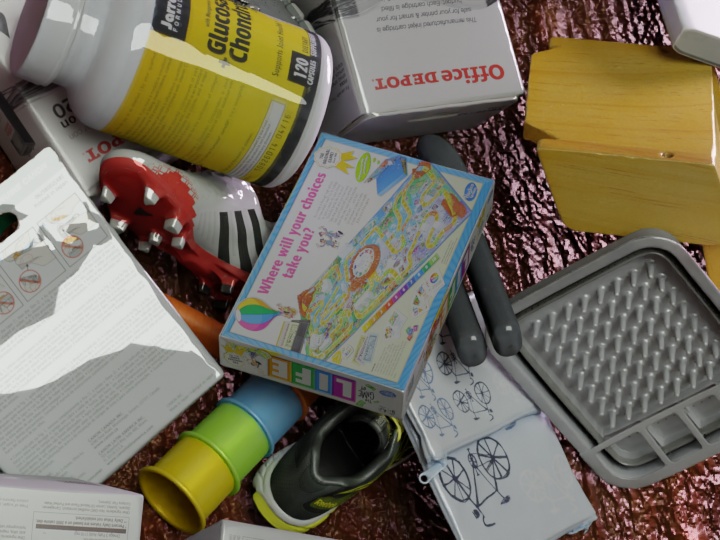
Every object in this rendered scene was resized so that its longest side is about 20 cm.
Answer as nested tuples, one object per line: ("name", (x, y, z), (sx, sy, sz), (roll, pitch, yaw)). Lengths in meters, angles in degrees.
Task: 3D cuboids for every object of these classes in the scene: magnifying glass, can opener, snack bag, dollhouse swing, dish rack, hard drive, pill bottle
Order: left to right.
("magnifying glass", (-0.174, 0.009, 1.648), (0.200, 0.080, 0.022), (30, 30, -23))
("pill bottle", (-0.127, -0.136, 1.587), (0.199, 0.112, 0.113), (19, 68, -20))
("can opener", (0.068, -0.020, 1.719), (0.053, 0.067, 0.200), (-15, 43, -3))
("snack bag", (0.091, 0.117, 1.710), (0.188, 0.021, 0.201), (-17, 81, -58))
("dollhouse swing", (0.210, -0.053, 1.804), (0.181, 0.177, 0.200), (5, 30, 4))
("dish rack", (0.207, 0.060, 1.742), (0.200, 0.171, 0.044), (48, 29, -26))
("hard drive", (0.291, -0.224, 1.894), (0.131, 0.026, 0.200), (16, 37, -20))

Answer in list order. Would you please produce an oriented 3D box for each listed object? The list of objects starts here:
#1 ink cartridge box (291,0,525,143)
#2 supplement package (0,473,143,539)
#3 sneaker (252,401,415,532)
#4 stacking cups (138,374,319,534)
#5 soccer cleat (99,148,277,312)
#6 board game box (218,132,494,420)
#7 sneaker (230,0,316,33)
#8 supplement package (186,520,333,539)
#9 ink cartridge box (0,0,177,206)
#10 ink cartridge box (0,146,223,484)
("ink cartridge box", (0.023, -0.203, 1.787), (0.144, 0.084, 0.201), (-9, 77, -27))
("supplement package", (-0.235, 0.229, 1.475), (0.150, 0.152, 0.201), (6, 87, -24))
("sneaker", (0.012, 0.113, 1.682), (0.075, 0.085, 0.200), (49, 55, -4))
("stacking cups", (-0.073, 0.096, 1.670), (0.061, 0.060, 0.200), (46, 59, -6))
("soccer cleat", (-0.114, -0.044, 1.646), (0.200, 0.068, 0.086), (44, 55, -48))
("board game box", (0.000, 0.000, 1.650), (0.134, 0.034, 0.200), (17, 53, 12))
("sneaker", (-0.103, -0.191, 1.717), (0.115, 0.075, 0.201), (0, 64, -48))
("supplement package", (-0.032, 0.266, 1.572), (0.199, 0.152, 0.151), (12, 69, -21))
("ink cartridge box", (-0.202, -0.153, 1.669), (0.145, 0.085, 0.200), (-33, 92, -28))
("ink cartridge box", (-0.212, 0.044, 1.592), (0.162, 0.057, 0.200), (-40, 99, -16))
